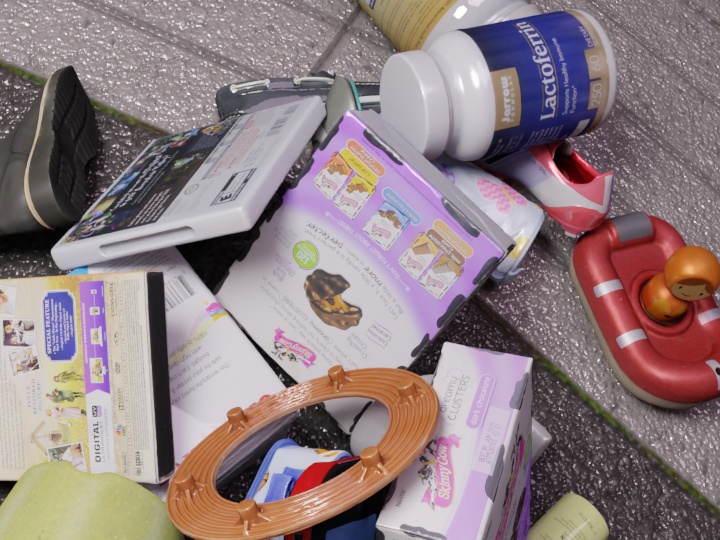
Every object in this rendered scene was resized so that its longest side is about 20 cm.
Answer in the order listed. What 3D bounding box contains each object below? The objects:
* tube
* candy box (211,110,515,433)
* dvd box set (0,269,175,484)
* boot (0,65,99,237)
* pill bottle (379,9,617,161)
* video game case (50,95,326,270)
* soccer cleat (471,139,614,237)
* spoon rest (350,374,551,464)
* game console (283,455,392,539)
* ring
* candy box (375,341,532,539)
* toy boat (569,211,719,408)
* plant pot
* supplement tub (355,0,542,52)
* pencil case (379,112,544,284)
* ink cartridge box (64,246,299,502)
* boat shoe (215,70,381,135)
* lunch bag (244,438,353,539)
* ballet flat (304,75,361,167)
[{"bbox_3d":[0.126,0.266,0.844,0.199,0.053,0.058,-37,38,-25],"label":"tube"},{"bbox_3d":[0.000,0.000,0.850,0.167,0.201,0.071,42,18,7],"label":"candy box"},{"bbox_3d":[-0.231,0.078,0.746,0.196,0.029,0.150,-4,91,18],"label":"dvd box set"},{"bbox_3d":[-0.306,-0.097,0.886,0.136,0.078,0.202,-18,36,9],"label":"boot"},{"bbox_3d":[0.123,-0.164,0.933,0.196,0.116,0.117,-15,68,-21],"label":"pill bottle"},{"bbox_3d":[-0.135,-0.075,0.849,0.178,0.024,0.201,-10,30,23],"label":"video game case"},{"bbox_3d":[0.167,-0.114,1.014,0.066,0.077,0.200,-24,54,-35],"label":"soccer cleat"},{"bbox_3d":[0.073,0.130,0.867,0.197,0.100,0.061,12,32,-38],"label":"spoon rest"},{"bbox_3d":[-0.001,0.231,0.728,0.176,0.031,0.205,7,88,-58],"label":"game console"},{"bbox_3d":[-0.041,0.114,0.697,0.199,0.199,0.020,-32,111,-28],"label":"ring"},{"bbox_3d":[0.075,0.185,0.751,0.070,0.203,0.169,9,43,18],"label":"candy box"},{"bbox_3d":[0.294,0.024,0.973,0.128,0.131,0.203,-13,67,-22],"label":"toy boat"},{"bbox_3d":[-0.204,0.240,0.681,0.197,0.202,0.186,22,49,-5],"label":"plant pot"},{"bbox_3d":[0.085,-0.283,1.061,0.143,0.145,0.201,-33,76,-29],"label":"supplement tub"},{"bbox_3d":[0.078,-0.070,0.982,0.198,0.084,0.091,31,44,-1],"label":"pencil case"},{"bbox_3d":[-0.164,0.088,0.822,0.144,0.085,0.201,-34,76,-28],"label":"ink cartridge box"},{"bbox_3d":[-0.043,-0.165,0.999,0.196,0.076,0.061,-11,72,-23],"label":"boat shoe"},{"bbox_3d":[-0.052,0.227,0.742,0.074,0.161,0.202,5,52,29],"label":"lunch bag"},{"bbox_3d":[-0.020,-0.067,0.917,0.062,0.067,0.204,-13,103,-16],"label":"ballet flat"}]
